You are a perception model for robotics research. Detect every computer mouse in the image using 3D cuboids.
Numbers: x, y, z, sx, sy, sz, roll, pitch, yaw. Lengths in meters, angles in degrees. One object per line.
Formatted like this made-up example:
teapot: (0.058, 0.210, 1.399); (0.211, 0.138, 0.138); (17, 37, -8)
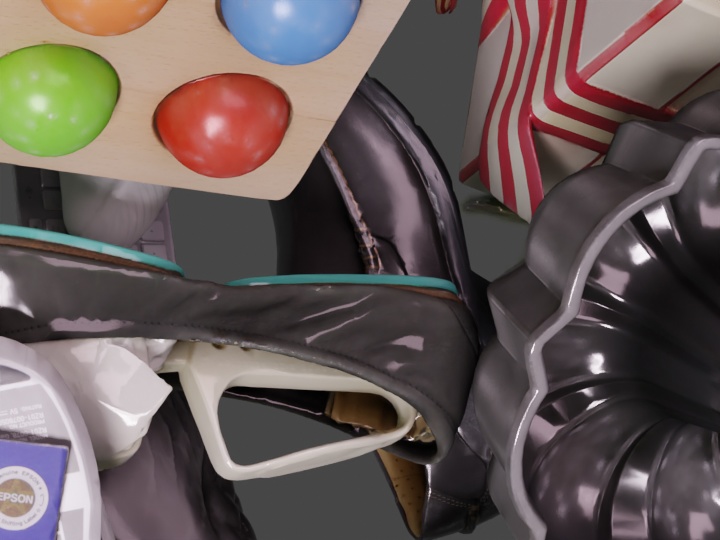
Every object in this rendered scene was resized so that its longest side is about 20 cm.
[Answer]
computer mouse: (-0.099, 0.112, 0.710); (0.109, 0.044, 0.200); (-9, 101, 0)

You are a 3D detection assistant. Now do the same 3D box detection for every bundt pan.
bundt pan: (0.122, 0.029, 0.766); (0.202, 0.076, 0.202); (-10, 115, -21)

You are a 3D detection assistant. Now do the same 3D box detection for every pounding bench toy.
pounding bench toy: (-0.099, -0.116, 0.695); (0.200, 0.124, 0.156); (7, 52, -23)

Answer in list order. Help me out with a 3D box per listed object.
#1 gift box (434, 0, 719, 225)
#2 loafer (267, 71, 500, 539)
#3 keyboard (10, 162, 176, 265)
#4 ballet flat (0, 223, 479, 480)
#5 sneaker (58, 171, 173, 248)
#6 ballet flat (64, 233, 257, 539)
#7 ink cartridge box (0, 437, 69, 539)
gift box: (0.141, -0.100, 0.853); (0.186, 0.185, 0.200); (19, 58, -17)
loafer: (0.000, 0.000, 0.823); (0.072, 0.073, 0.200); (-33, 84, -24)
keyboard: (-0.084, 0.040, 0.806); (0.056, 0.011, 0.200); (-1, 72, -23)
ballet flat: (-0.055, 0.028, 0.734); (0.200, 0.068, 0.069); (6, 69, -17)
sneaker: (-0.096, -0.092, 0.810); (0.088, 0.075, 0.200); (20, 50, -21)
ballet flat: (-0.069, 0.080, 0.772); (0.066, 0.057, 0.200); (-17, 73, -27)
ink cartridge box: (-0.142, 0.143, 0.670); (0.095, 0.037, 0.200); (8, 98, -11)
